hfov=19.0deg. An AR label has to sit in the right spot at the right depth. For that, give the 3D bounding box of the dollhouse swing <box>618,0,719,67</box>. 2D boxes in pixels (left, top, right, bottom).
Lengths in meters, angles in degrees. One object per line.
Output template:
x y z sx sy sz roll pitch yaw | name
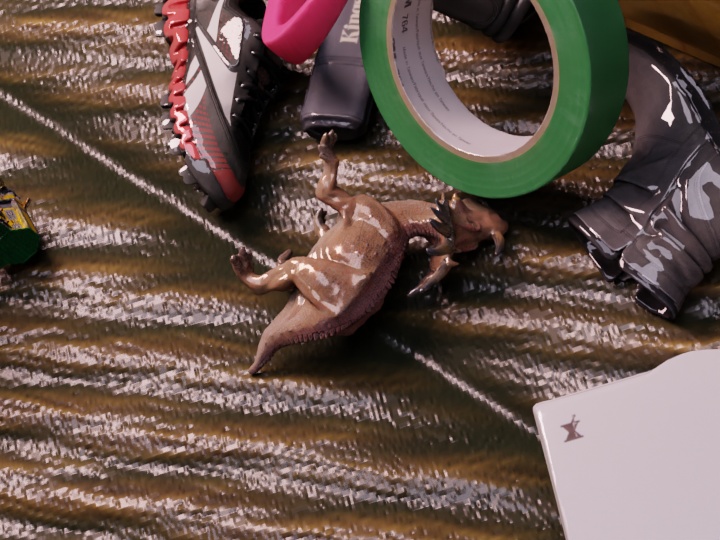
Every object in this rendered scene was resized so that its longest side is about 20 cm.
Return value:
0.242 -0.236 1.492 0.199 0.176 0.182 28 72 31 | dollhouse swing

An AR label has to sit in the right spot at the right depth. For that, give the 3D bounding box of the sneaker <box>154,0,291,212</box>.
-0.097 -0.136 1.603 0.097 0.071 0.202 -15 55 11 | sneaker

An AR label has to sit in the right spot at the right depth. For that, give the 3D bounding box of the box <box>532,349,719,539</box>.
0.226 0.163 1.278 0.197 0.131 0.201 -17 56 8 | box

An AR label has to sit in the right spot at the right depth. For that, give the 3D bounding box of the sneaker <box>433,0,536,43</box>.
0.093 -0.235 1.612 0.099 0.071 0.201 30 35 -11 | sneaker

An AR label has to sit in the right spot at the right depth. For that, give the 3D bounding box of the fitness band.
-0.019 -0.232 1.573 0.144 0.037 0.201 -45 20 30 | fitness band

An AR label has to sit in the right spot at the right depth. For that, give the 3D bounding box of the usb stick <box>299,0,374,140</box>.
-0.002 -0.185 1.626 0.055 0.033 0.201 1 60 22 | usb stick

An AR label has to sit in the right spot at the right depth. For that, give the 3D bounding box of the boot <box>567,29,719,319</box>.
0.191 -0.070 1.474 0.131 0.070 0.200 -38 51 0 | boot

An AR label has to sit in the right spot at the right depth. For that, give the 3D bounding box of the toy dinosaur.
0.000 0.000 1.485 0.135 0.086 0.200 35 80 25 | toy dinosaur

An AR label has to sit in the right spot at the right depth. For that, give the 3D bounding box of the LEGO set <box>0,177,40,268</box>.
-0.342 -0.055 1.576 0.154 0.200 0.116 -44 52 14 | LEGO set

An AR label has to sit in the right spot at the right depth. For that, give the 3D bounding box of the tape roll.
0.088 -0.152 1.466 0.200 0.202 0.048 30 38 31 | tape roll
